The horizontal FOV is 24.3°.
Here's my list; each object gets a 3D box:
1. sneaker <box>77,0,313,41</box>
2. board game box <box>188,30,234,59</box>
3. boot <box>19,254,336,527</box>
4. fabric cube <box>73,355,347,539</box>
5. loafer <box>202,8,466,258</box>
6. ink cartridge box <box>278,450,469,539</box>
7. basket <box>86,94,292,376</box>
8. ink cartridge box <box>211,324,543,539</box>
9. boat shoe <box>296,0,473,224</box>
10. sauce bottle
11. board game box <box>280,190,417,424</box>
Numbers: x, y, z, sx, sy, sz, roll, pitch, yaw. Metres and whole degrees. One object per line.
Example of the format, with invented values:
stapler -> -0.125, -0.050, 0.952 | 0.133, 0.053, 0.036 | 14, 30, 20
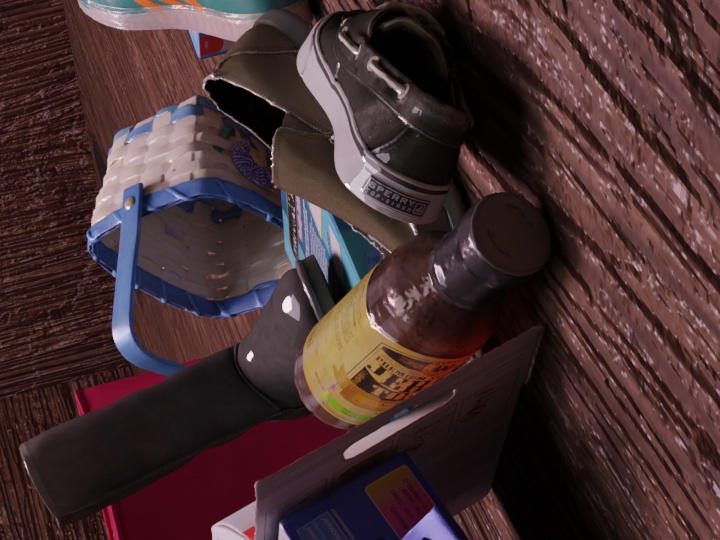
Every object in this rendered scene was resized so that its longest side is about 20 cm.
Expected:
sneaker -> -0.117, -0.205, 1.109 | 0.199, 0.071, 0.080 | 12, 126, 36
board game box -> -0.119, -0.294, 1.211 | 0.200, 0.056, 0.197 | 96, 157, -58
boot -> -0.107, 0.076, 0.999 | 0.182, 0.199, 0.073 | 94, 157, -58
fabric cube -> -0.104, 0.184, 1.344 | 0.196, 0.198, 0.201 | -146, 43, -71
loafer -> -0.014, -0.053, 0.889 | 0.200, 0.069, 0.075 | 49, 157, 26
ink cartridge box -> 0.023, 0.180, 0.793 | 0.137, 0.076, 0.200 | 53, 160, 23
basket -> -0.105, -0.008, 1.162 | 0.176, 0.139, 0.201 | 29, -128, -48
ink cartridge box -> 0.002, 0.095, 0.836 | 0.050, 0.160, 0.200 | 52, 159, 25
boat shoe -> 0.019, -0.093, 0.807 | 0.064, 0.070, 0.200 | -62, 22, 22
sauce bottle -> 0.027, 0.021, 0.804 | 0.200, 0.064, 0.065 | -47, 57, 59
board game box -> 0.000, 0.000, 1.016 | 0.151, 0.047, 0.201 | 89, 163, -49
